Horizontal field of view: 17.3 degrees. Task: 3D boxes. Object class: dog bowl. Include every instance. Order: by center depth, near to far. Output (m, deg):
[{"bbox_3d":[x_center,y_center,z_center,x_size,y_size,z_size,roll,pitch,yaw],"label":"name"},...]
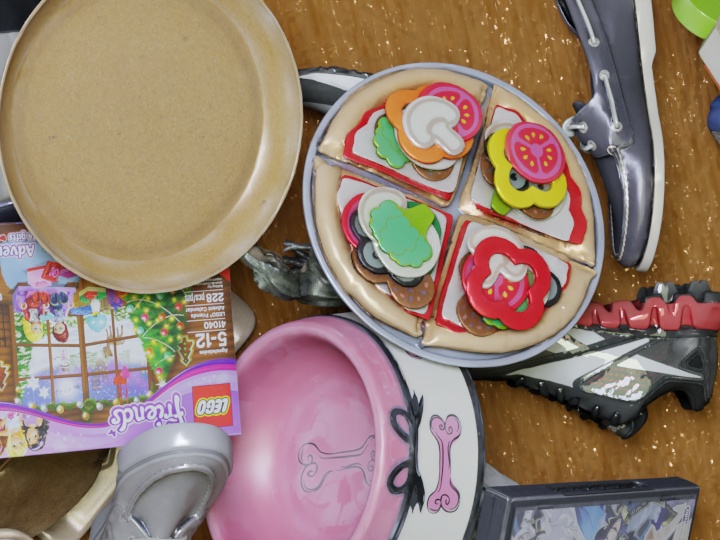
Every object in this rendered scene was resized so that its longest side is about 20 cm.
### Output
[{"bbox_3d":[-0.019,0.118,1.446,0.073,0.199,0.202,12,88,-43],"label":"dog bowl"}]

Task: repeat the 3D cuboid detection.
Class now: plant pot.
[{"bbox_3d":[-0.126,-0.088,1.388,0.199,0.027,0.202,-5,100,-31],"label":"plant pot"}]

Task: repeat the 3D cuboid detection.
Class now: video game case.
[{"bbox_3d":[0.127,0.229,1.463,0.180,0.025,0.202,2,103,-43],"label":"video game case"}]

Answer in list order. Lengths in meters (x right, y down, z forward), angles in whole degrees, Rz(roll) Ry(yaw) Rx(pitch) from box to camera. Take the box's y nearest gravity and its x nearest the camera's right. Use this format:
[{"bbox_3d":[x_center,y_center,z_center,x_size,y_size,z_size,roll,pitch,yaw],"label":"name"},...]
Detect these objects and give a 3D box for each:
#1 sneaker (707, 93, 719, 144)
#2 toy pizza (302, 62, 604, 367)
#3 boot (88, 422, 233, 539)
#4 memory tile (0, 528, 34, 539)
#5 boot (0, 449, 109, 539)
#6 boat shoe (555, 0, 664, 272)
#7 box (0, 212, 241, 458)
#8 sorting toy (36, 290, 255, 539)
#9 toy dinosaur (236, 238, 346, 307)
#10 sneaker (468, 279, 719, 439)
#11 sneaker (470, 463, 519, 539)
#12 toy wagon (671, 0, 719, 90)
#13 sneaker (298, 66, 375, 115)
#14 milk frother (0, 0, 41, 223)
[{"bbox_3d":[0.289,-0.029,1.522,0.200,0.075,0.088,43,88,0],"label":"sneaker"},{"bbox_3d":[0.061,-0.039,1.438,0.199,0.032,0.202,8,67,-18],"label":"toy pizza"},{"bbox_3d":[-0.120,0.171,1.434,0.073,0.200,0.096,2,61,-16],"label":"boot"},{"bbox_3d":[-0.260,0.259,1.484,0.152,0.017,0.202,-7,114,-3],"label":"memory tile"},{"bbox_3d":[-0.177,0.088,1.483,0.200,0.074,0.076,-43,120,-11],"label":"boot"},{"bbox_3d":[0.156,-0.098,1.518,0.062,0.073,0.202,-2,81,-8],"label":"boat shoe"},{"bbox_3d":[-0.171,0.038,1.409,0.199,0.039,0.138,-4,89,-28],"label":"box"},{"bbox_3d":[-0.196,0.047,1.524,0.185,0.036,0.200,40,83,-1],"label":"sorting toy"},{"bbox_3d":[0.000,0.000,1.498,0.199,0.088,0.048,3,110,-27],"label":"toy dinosaur"},{"bbox_3d":[0.139,0.061,1.515,0.199,0.071,0.099,-4,87,-4],"label":"sneaker"},{"bbox_3d":[0.079,0.160,1.504,0.199,0.087,0.075,32,86,-3],"label":"sneaker"},{"bbox_3d":[0.272,-0.135,1.495,0.199,0.156,0.040,30,130,-1],"label":"toy wagon"},{"bbox_3d":[0.037,-0.070,1.514,0.199,0.074,0.080,29,93,-2],"label":"sneaker"},{"bbox_3d":[-0.193,-0.130,1.429,0.179,0.200,0.190,-12,76,-14],"label":"milk frother"}]
